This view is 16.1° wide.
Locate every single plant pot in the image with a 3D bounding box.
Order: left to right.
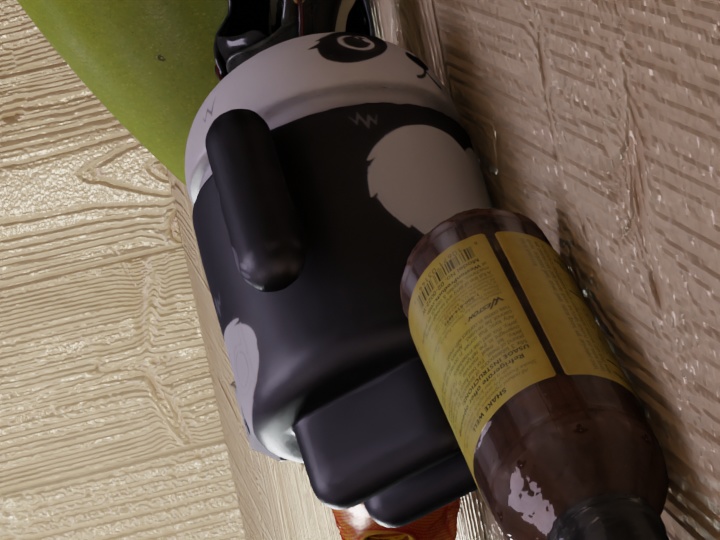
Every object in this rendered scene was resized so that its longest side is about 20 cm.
[{"bbox_3d":[-0.090,-0.149,1.354,0.201,0.186,0.187,64,178,-22],"label":"plant pot"}]

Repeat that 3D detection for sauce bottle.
[{"bbox_3d":[0.065,0.056,0.861,0.200,0.064,0.065,-110,10,-53],"label":"sauce bottle"}]

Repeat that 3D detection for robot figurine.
[{"bbox_3d":[0.001,-0.001,1.036,0.150,0.124,0.201,102,154,-60],"label":"robot figurine"}]

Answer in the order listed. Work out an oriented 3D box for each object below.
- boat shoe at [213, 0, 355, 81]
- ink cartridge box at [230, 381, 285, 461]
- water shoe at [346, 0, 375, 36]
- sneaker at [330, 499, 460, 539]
[{"bbox_3d":[-0.038,-0.096,1.138,0.074,0.063,0.203,22,107,60],"label":"boat shoe"},{"bbox_3d":[-0.009,0.065,1.305,0.200,0.099,0.039,179,77,-83],"label":"ink cartridge box"},{"bbox_3d":[-0.027,-0.100,1.267,0.079,0.071,0.201,-120,16,-51],"label":"water shoe"},{"bbox_3d":[0.023,0.133,1.281,0.200,0.073,0.078,66,-159,-68],"label":"sneaker"}]
